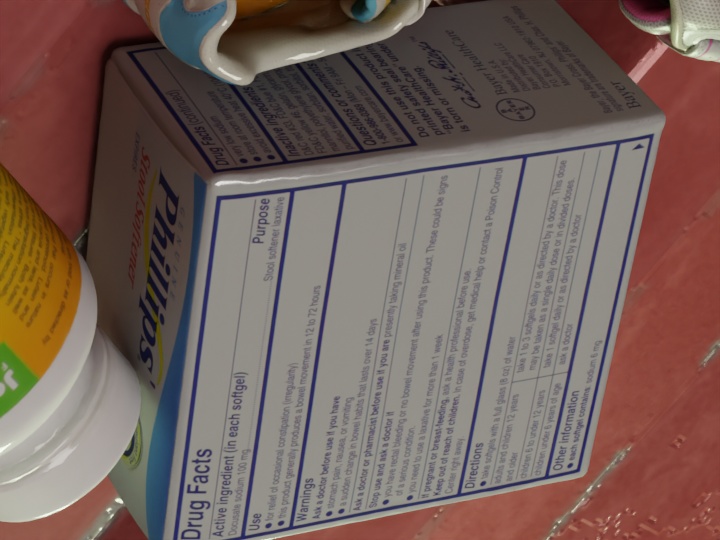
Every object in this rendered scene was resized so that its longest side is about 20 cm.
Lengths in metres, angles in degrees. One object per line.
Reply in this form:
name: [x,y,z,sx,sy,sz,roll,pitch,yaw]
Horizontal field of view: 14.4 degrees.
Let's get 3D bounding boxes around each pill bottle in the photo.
pill bottle: [-0.165,0.005,1.031,0.111,0.111,0.200,-38,132,1]

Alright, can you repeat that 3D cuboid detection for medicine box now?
medicine box: [0.000,0.000,1.136,0.200,0.103,0.182,-9,128,-24]

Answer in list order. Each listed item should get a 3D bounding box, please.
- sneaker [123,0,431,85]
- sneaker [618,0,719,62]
sneaker: [0.012,-0.128,1.059,0.200,0.081,0.077,-28,132,-11]
sneaker: [0.150,-0.124,1.151,0.088,0.081,0.200,-45,126,10]
